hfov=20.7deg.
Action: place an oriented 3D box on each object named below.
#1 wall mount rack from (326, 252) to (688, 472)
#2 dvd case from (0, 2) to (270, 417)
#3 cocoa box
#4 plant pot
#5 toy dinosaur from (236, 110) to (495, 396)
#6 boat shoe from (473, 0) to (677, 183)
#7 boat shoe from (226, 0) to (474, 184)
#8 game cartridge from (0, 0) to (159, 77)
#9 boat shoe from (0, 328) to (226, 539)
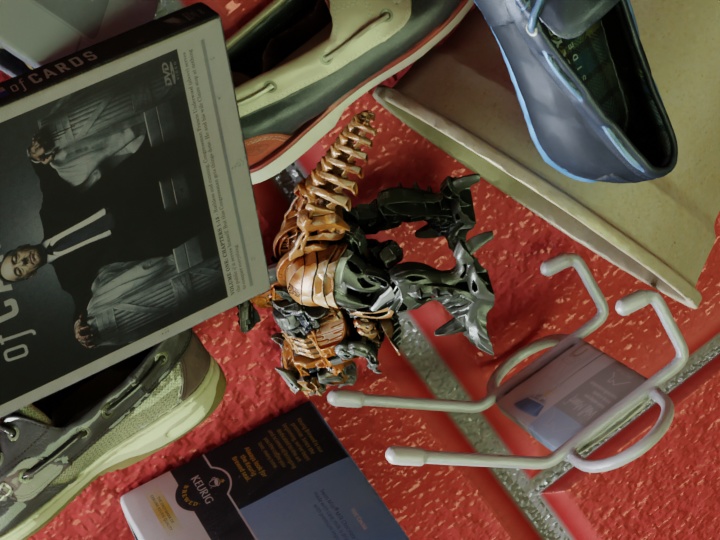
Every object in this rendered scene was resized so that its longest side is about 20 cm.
[{"bbox_3d":[0.084,0.065,1.113,0.173,0.200,0.075,-35,108,-7],"label":"wall mount rack"},{"bbox_3d":[-0.139,-0.016,0.879,0.199,0.025,0.151,-26,128,-24],"label":"dvd case"},{"bbox_3d":[-0.029,0.199,1.120,0.131,0.200,0.134,-27,132,-11],"label":"cocoa box"},{"bbox_3d":[0.138,-0.112,1.017,0.200,0.200,0.184,32,92,-41],"label":"plant pot"},{"bbox_3d":[0.000,0.000,1.059,0.135,0.103,0.200,-3,159,-6],"label":"toy dinosaur"},{"bbox_3d":[0.093,-0.126,0.850,0.084,0.069,0.200,-48,127,-21],"label":"boat shoe"},{"bbox_3d":[-0.011,-0.128,0.986,0.200,0.071,0.063,-42,130,9],"label":"boat shoe"},{"bbox_3d":[-0.155,-0.164,0.846,0.200,0.040,0.134,34,72,-51],"label":"game cartridge"},{"bbox_3d":[-0.169,0.087,1.053,0.200,0.072,0.066,-31,122,-7],"label":"boat shoe"}]
